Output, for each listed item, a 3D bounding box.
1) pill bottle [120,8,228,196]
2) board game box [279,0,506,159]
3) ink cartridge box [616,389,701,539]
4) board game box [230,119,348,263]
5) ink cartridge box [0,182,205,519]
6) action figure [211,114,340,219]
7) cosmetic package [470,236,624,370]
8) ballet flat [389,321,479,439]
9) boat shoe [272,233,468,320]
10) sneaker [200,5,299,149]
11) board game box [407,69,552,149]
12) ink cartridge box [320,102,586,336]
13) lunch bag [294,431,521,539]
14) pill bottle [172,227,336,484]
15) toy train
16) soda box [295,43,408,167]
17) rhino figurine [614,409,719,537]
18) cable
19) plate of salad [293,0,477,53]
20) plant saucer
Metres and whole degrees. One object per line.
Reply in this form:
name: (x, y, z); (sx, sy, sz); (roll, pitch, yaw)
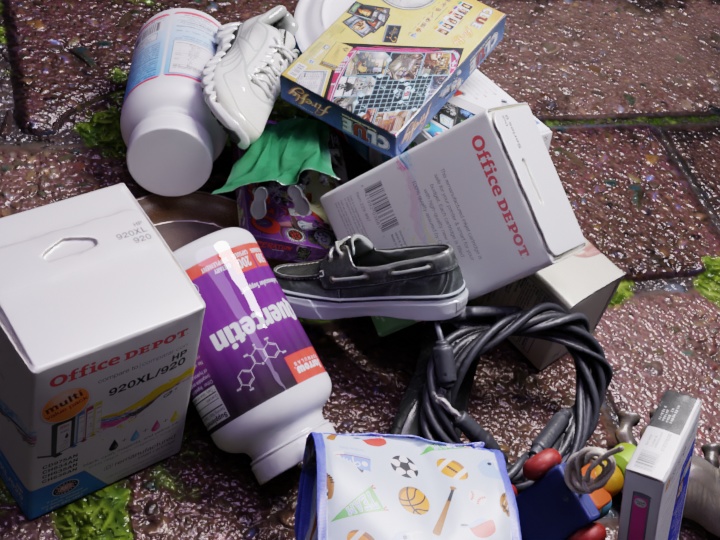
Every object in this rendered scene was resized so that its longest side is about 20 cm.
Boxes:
pill bottle: (-0.183, -0.168, 1.272); (0.108, 0.109, 0.201); (9, 41, -9)
board game box: (0.034, -0.208, 1.234); (0.135, 0.035, 0.200); (30, 58, 19)
ink cartridge box: (0.238, 0.201, 1.030); (0.037, 0.201, 0.095); (16, 43, 25)
board game box: (-0.067, -0.080, 1.271); (0.119, 0.032, 0.201); (7, 40, -17)
ink cartridge box: (-0.227, 0.063, 1.003); (0.146, 0.201, 0.145); (-21, 58, -31)
action figure: (-0.068, -0.108, 1.223); (0.117, 0.055, 0.200); (-2, 26, 5)
cosmetic package: (0.150, -0.015, 1.253); (0.087, 0.104, 0.200); (-26, 62, -34)
ballet flat: (0.064, 0.115, 1.158); (0.067, 0.057, 0.201); (50, 44, -24)
boat shoe: (0.000, 0.000, 1.129); (0.198, 0.072, 0.072); (0, 22, 21)
sneaker: (-0.103, -0.195, 1.233); (0.081, 0.075, 0.201); (-24, 37, 20)
board game box: (0.085, -0.166, 1.295); (0.125, 0.035, 0.200); (-17, 45, -27)
ink cartridge box: (0.084, -0.046, 1.158); (0.087, 0.199, 0.146); (-21, 87, -55)
lunch bag: (0.035, 0.226, 0.983); (0.168, 0.124, 0.202); (6, 62, -13)
pill bottle: (-0.098, 0.073, 1.069); (0.112, 0.112, 0.201); (-26, 83, -33)
toy train: (0.194, 0.173, 1.034); (0.115, 0.200, 0.085); (-18, 68, -37)
soda box: (0.002, -0.184, 1.383); (0.064, 0.068, 0.200); (-29, 62, -33)
rhino figurine: (0.321, 0.194, 1.144); (0.198, 0.060, 0.088); (19, 66, 0)
cable: (0.147, 0.112, 1.128); (0.198, 0.051, 0.165); (2, 80, -28)
plate of salad: (0.030, -0.249, 1.314); (0.198, 0.048, 0.201); (1, 53, -2)
plant saucer: (-0.157, 0.007, 1.191); (0.198, 0.032, 0.201); (9, 47, -9)
